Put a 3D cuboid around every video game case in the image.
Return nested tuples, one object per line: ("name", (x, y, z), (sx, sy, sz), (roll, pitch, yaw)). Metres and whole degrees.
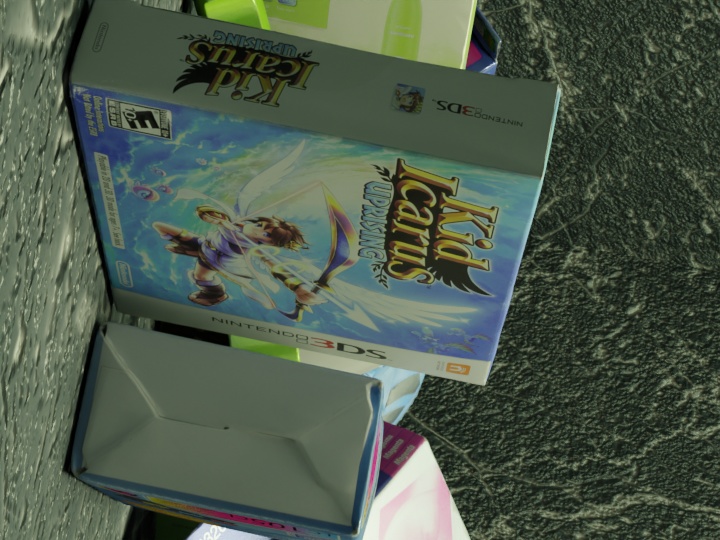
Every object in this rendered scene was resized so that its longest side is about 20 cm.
("video game case", (-0.021, -0.024, 0.696), (0.200, 0.180, 0.046), (95, 6, -64))

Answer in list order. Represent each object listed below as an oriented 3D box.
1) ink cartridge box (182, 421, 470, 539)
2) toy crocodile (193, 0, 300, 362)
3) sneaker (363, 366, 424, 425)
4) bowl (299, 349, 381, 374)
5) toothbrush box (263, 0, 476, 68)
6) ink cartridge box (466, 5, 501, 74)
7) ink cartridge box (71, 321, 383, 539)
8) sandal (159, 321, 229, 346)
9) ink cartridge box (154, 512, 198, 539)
("ink cartridge box", (-0.010, 0.195, 0.997), (0.196, 0.043, 0.201), (-45, 123, -36))
("toy crocodile", (-0.056, -0.049, 0.836), (0.062, 0.067, 0.202), (146, -58, -88))
("sneaker", (-0.008, 0.078, 1.061), (0.201, 0.066, 0.079), (-58, 165, -22))
("bowl", (0.000, 0.000, 1.033), (0.075, 0.198, 0.200), (59, 17, -20))
("toothbrush box", (-0.006, -0.154, 0.941), (0.086, 0.144, 0.201), (-75, 175, -56))
("ink cartridge box", (0.040, -0.155, 1.105), (0.120, 0.042, 0.200), (56, -9, 10))
("ink cartridge box", (-0.057, 0.091, 0.830), (0.200, 0.135, 0.077), (86, 16, -79))
("sandal", (-0.069, 0.036, 0.926), (0.055, 0.081, 0.202), (-44, 149, -61))
("ink cartridge box", (-0.092, 0.252, 1.060), (0.059, 0.103, 0.201), (-77, 176, -55))
